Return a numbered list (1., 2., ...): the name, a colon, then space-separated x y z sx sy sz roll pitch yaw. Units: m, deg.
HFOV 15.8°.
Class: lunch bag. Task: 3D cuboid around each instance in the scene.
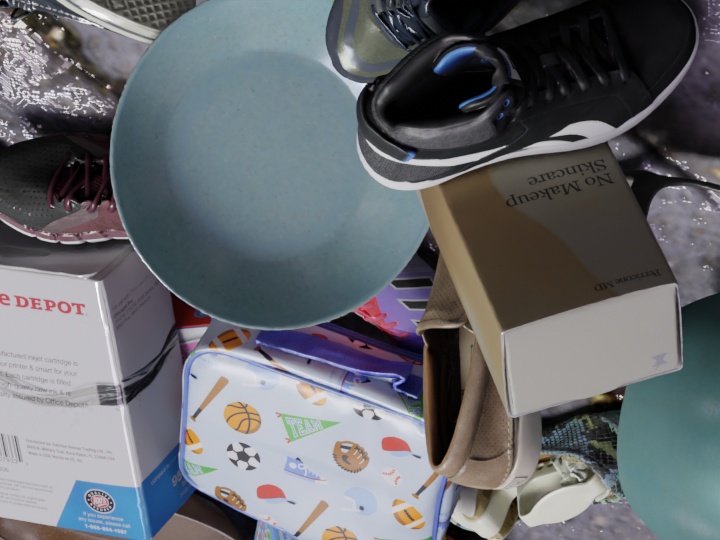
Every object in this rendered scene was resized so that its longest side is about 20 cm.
1. lunch bag: -0.018 0.102 1.683 0.199 0.076 0.161 18 132 10

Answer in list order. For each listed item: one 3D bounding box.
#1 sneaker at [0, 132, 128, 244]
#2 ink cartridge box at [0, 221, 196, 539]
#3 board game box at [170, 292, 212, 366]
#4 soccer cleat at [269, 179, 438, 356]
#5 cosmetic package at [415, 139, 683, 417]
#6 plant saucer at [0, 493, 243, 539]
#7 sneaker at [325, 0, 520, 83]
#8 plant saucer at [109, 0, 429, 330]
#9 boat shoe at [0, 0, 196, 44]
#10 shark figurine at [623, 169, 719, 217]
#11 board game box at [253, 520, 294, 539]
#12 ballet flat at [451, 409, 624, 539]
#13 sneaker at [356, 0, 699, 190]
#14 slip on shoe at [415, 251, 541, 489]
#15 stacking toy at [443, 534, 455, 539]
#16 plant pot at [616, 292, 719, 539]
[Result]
1. sneaker: -0.147 -0.064 1.610 0.199 0.076 0.116 7 160 8
2. ink cartridge box: -0.197 0.066 1.726 0.144 0.084 0.201 7 120 26
3. board game box: -0.135 0.083 1.808 0.199 0.040 0.153 -5 132 31
4. soccer cleat: 0.000 0.000 1.625 0.068 0.073 0.200 -10 128 34
5. cosmetic package: 0.098 -0.023 1.439 0.105 0.200 0.071 -16 135 -7
6. plant saucer: -0.176 0.185 1.903 0.199 0.032 0.200 8 158 3
7. sneaker: 0.041 -0.155 1.433 0.074 0.081 0.200 38 138 -14
8. plant saucer: -0.051 -0.067 1.527 0.201 0.201 0.039 38 174 -15
9. boat shoe: -0.188 -0.185 1.528 0.200 0.075 0.062 25 148 5
10. shark figurine: 0.144 -0.005 1.566 0.089 0.128 0.215 16 127 -28
11. board game box: -0.042 0.267 1.826 0.036 0.201 0.151 -7 153 -11
12. ballet flat: 0.105 0.144 1.732 0.074 0.074 0.200 44 137 -21
13. sneaker: 0.094 -0.102 1.379 0.112 0.200 0.073 92 154 -79
14. slip on shoe: 0.064 0.029 1.536 0.060 0.201 0.076 6 169 -34
15. stacking toy: 0.022 0.202 1.811 0.146 0.146 0.200 -6 116 31
16. plant pot: 0.247 0.097 1.522 0.161 0.201 0.201 12 139 30
